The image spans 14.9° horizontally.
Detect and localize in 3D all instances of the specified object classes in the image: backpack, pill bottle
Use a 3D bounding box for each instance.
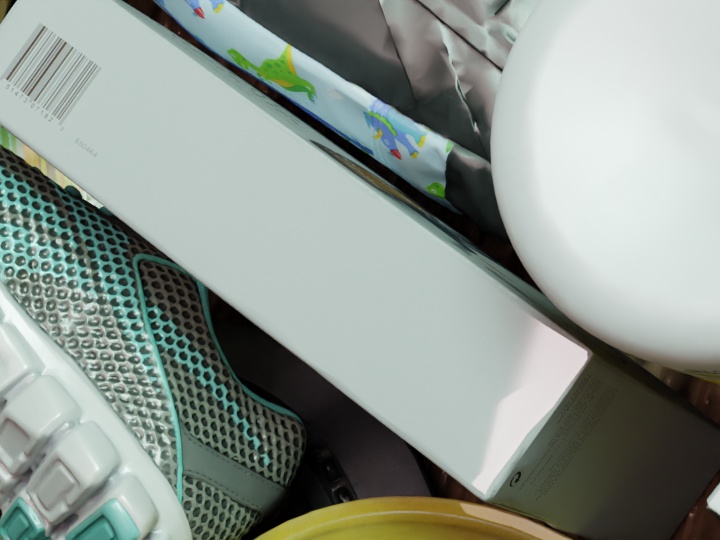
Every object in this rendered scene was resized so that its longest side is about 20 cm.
[{"bbox_3d":[0.004,-0.114,0.816,0.200,0.154,0.163,27,85,7],"label":"backpack"},{"bbox_3d":[0.116,-0.020,0.709,0.109,0.200,0.109,-4,80,24],"label":"pill bottle"}]

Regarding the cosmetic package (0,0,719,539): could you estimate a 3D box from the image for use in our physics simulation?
[{"bbox_3d":[0.000,0.000,0.786,0.200,0.151,0.052,37,91,24],"label":"cosmetic package"}]

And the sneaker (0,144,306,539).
[{"bbox_3d":[-0.091,0.008,0.807,0.200,0.091,0.078,56,141,11],"label":"sneaker"}]

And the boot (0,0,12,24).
[{"bbox_3d":[-0.172,-0.127,0.799,0.200,0.155,0.073,116,152,-45],"label":"boot"}]

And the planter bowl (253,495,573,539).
[{"bbox_3d":[0.005,0.167,0.737,0.200,0.083,0.201,4,99,24],"label":"planter bowl"}]

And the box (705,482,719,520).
[{"bbox_3d":[0.159,0.033,0.681,0.035,0.200,0.110,41,100,24],"label":"box"}]

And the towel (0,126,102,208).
[{"bbox_3d":[-0.165,-0.021,0.899,0.200,0.018,0.086,-6,79,1],"label":"towel"}]

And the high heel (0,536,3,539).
[{"bbox_3d":[-0.162,0.083,0.833,0.200,0.071,0.143,7,71,9],"label":"high heel"}]

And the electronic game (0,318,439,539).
[{"bbox_3d":[-0.064,0.112,0.859,0.200,0.042,0.200,-6,73,20],"label":"electronic game"}]
